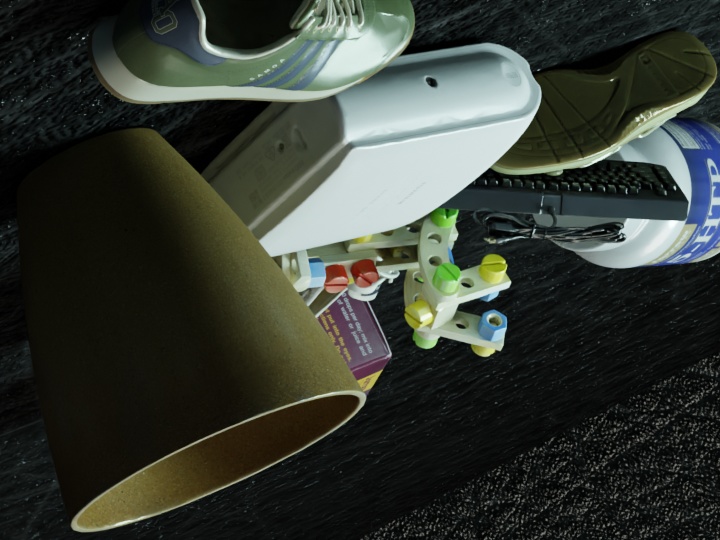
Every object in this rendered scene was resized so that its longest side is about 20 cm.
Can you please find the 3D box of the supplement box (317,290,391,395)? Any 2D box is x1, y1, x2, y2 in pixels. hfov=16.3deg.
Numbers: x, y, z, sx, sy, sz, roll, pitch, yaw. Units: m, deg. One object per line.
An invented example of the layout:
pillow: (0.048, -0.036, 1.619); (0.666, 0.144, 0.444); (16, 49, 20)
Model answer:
supplement box: (-0.093, 0.076, 1.970); (0.200, 0.103, 0.131); (-22, 167, -15)

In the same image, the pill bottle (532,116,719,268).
pill bottle: (0.216, -0.062, 1.960); (0.120, 0.120, 0.200); (-32, 166, 29)

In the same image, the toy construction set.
toy construction set: (0.000, 0.000, 1.722); (0.200, 0.131, 0.092); (4, 139, -32)

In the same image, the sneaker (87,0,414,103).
sneaker: (-0.036, -0.132, 1.295); (0.200, 0.067, 0.090); (-12, 167, -37)

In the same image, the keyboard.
keyboard: (0.131, -0.053, 1.745); (0.200, 0.127, 0.021); (2, 121, -12)

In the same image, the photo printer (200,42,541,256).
photo printer: (0.011, -0.077, 1.607); (0.200, 0.069, 0.166); (-13, 161, -44)

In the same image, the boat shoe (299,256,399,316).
boat shoe: (0.001, -0.014, 1.846); (0.071, 0.070, 0.200); (-12, 164, -48)

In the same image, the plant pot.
plant pot: (-0.123, 0.025, 1.471); (0.186, 0.200, 0.186); (-25, 168, -6)

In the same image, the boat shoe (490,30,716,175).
boat shoe: (0.161, -0.109, 1.776); (0.201, 0.073, 0.063); (-27, 165, -27)
